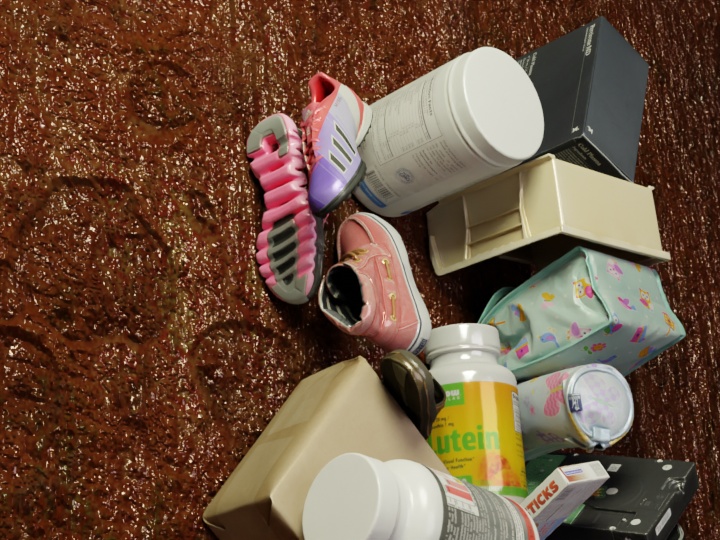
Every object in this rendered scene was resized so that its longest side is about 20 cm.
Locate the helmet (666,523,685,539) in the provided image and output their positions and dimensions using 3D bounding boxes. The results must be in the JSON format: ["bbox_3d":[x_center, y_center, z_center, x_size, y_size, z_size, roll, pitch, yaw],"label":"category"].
[{"bbox_3d":[0.280,0.371,1.396,0.200,0.191,0.200,-21,90,-82],"label":"helmet"}]

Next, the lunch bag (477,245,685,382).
[{"bbox_3d":[0.236,0.071,1.473,0.170,0.200,0.122,12,52,-45],"label":"lunch bag"}]

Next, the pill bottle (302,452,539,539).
[{"bbox_3d":[0.054,0.232,1.130,0.200,0.116,0.116,27,56,-37],"label":"pill bottle"}]

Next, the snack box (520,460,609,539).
[{"bbox_3d":[0.169,0.267,1.326,0.072,0.200,0.024,0,48,-46],"label":"snack box"}]

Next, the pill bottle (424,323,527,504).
[{"bbox_3d":[0.115,0.163,1.371,0.111,0.111,0.200,14,64,-41],"label":"pill bottle"}]

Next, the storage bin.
[{"bbox_3d":[0.212,-0.044,1.488,0.200,0.199,0.094,10,68,-42],"label":"storage bin"}]

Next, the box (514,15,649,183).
[{"bbox_3d":[0.244,-0.180,1.589,0.104,0.182,0.200,37,51,-29],"label":"box"}]

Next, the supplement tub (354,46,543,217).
[{"bbox_3d":[0.084,-0.146,1.401,0.132,0.200,0.132,20,60,-39],"label":"supplement tub"}]

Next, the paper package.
[{"bbox_3d":[-0.018,0.221,1.221,0.191,0.103,0.200,53,44,-15],"label":"paper package"}]

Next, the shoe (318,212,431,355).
[{"bbox_3d":[0.000,0.000,1.307,0.091,0.071,0.200,24,29,-39],"label":"shoe"}]

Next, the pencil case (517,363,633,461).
[{"bbox_3d":[0.212,0.159,1.402,0.083,0.200,0.091,-3,79,-25],"label":"pencil case"}]

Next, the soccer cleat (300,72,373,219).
[{"bbox_3d":[-0.035,-0.126,1.283,0.073,0.068,0.200,43,30,-22],"label":"soccer cleat"}]

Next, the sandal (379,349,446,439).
[{"bbox_3d":[0.053,0.115,1.278,0.055,0.200,0.082,-40,73,-16],"label":"sandal"}]

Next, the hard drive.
[{"bbox_3d":[0.250,0.252,1.406,0.140,0.200,0.038,-38,119,-47],"label":"hard drive"}]

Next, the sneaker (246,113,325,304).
[{"bbox_3d":[-0.057,-0.060,1.327,0.095,0.079,0.200,17,63,-53],"label":"sneaker"}]
